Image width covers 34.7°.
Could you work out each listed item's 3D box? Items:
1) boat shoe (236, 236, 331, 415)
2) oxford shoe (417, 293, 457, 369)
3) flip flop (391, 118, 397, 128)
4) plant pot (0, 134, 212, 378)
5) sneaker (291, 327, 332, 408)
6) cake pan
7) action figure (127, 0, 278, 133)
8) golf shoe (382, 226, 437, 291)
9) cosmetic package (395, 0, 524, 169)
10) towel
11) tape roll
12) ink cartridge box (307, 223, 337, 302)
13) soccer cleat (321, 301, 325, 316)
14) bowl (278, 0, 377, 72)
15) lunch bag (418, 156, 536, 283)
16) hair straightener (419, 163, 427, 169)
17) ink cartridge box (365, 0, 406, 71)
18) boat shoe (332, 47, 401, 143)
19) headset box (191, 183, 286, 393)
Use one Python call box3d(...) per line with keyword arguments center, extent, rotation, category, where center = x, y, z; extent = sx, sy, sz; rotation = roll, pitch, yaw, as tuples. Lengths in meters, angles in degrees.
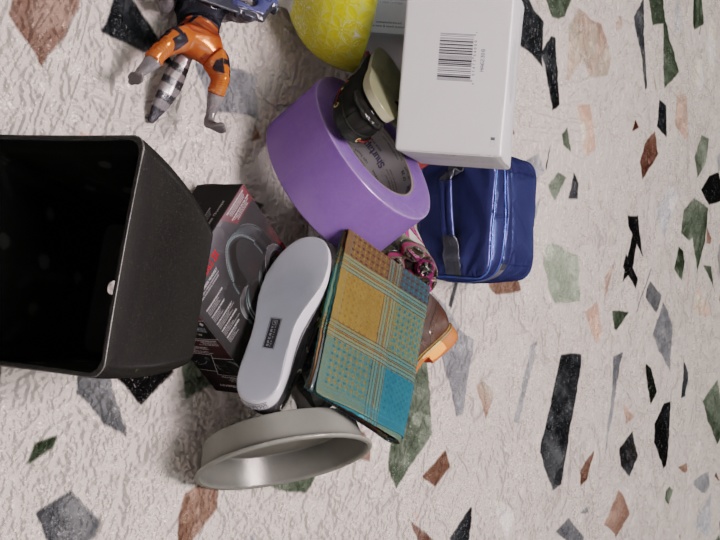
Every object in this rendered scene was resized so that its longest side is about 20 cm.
box3d(center=(-0.075, 0.064, 1.246), extent=(0.066, 0.069, 0.202), rotation=(64, 38, -60), category="boat shoe")
box3d(center=(0.031, 0.099, 1.342), extent=(0.200, 0.071, 0.074), rotation=(-39, 110, -39), category="oxford shoe")
box3d(center=(0.084, -0.211, 1.515), extent=(0.198, 0.057, 0.082), rotation=(20, 63, -20), category="flip flop")
box3d(center=(-0.242, 0.000, 1.049), extent=(0.177, 0.197, 0.203), rotation=(26, 70, -61), category="plant pot")
box3d(center=(-0.050, 0.128, 1.330), extent=(0.200, 0.073, 0.089), rotation=(-103, -165, -76), category="sneaker")
box3d(center=(-0.086, 0.196, 1.263), extent=(0.199, 0.199, 0.037), rotation=(18, 53, -52), category="cake pan")
box3d(center=(-0.197, -0.263, 1.203), extent=(0.198, 0.104, 0.196), rotation=(22, 64, -23), category="action figure")
box3d(center=(0.032, -0.060, 1.517), extent=(0.202, 0.072, 0.092), rotation=(61, 4, -20), category="golf shoe")
box3d(center=(0.117, -0.225, 1.319), extent=(0.200, 0.121, 0.203), rotation=(-2, 97, -78), category="cosmetic package")
box3d(center=(0.012, 0.072, 1.266), extent=(0.146, 0.022, 0.202), rotation=(35, 52, -34), category="towel")
box3d(center=(-0.013, -0.121, 1.350), extent=(0.200, 0.085, 0.201), rotation=(41, 28, -28), category="tape roll")
box3d(center=(0.000, 0.000, 1.422), extent=(0.200, 0.044, 0.178), rotation=(50, 27, -41), category="ink cartridge box")
box3d(center=(0.000, 0.104, 1.445), extent=(0.064, 0.083, 0.202), rotation=(-33, 118, -30), category="soccer cleat")
box3d(center=(-0.042, -0.341, 1.348), extent=(0.106, 0.200, 0.203), rotation=(8, 83, -9), category="bowl")
box3d(center=(0.160, -0.083, 1.617), extent=(0.132, 0.134, 0.203), rotation=(-1, 92, -53), category="lunch bag")
box3d(center=(0.096, -0.180, 1.585), extent=(0.200, 0.077, 0.041), rotation=(-40, 106, -26), category="hair straightener")
box3d(center=(0.054, -0.373, 1.472), extent=(0.145, 0.082, 0.203), rotation=(50, 46, -78), category="ink cartridge box")
box3d(center=(0.012, -0.201, 1.317), extent=(0.074, 0.063, 0.202), rotation=(55, 22, -13), category="boat shoe")
box3d(center=(-0.148, 0.014, 1.257), extent=(0.150, 0.076, 0.201), rotation=(-61, 136, -33), category="headset box")
